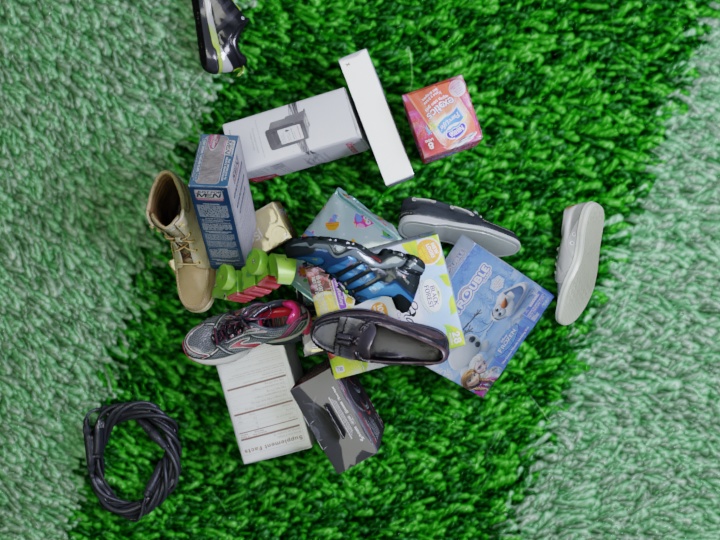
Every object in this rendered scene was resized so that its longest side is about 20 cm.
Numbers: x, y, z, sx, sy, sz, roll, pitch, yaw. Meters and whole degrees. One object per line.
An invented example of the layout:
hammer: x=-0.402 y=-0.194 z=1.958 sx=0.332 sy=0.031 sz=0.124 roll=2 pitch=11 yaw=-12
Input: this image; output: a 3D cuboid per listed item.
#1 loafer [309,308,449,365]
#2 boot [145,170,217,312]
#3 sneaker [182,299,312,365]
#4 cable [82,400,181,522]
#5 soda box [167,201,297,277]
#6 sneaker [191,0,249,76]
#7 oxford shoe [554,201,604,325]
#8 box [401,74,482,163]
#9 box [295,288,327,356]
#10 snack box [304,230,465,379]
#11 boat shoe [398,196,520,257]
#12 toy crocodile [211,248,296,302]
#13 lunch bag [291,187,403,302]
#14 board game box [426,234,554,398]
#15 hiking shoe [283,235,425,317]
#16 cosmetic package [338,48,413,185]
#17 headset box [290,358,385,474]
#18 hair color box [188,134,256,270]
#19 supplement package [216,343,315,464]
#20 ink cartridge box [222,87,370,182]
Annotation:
loafer: x=0.028 y=0.097 z=1.498 sx=0.199 sy=0.063 sz=0.072 roll=8 pitch=100 yaw=-2
boot: x=-0.269 y=-0.042 z=1.626 sx=0.072 sy=0.155 sz=0.201 roll=-1 pitch=82 yaw=11
sneaker: x=-0.176 y=0.083 z=1.619 sx=0.199 sy=0.075 sz=0.081 roll=-18 pitch=70 yaw=4
cable: x=-0.375 y=0.316 z=1.783 sx=0.162 sy=0.051 sz=0.201 roll=-7 pitch=91 yaw=0
soda box: x=-0.204 y=-0.035 z=1.731 sx=0.199 sy=0.064 sz=0.068 roll=-29 pitch=91 yaw=7
sneaker: x=-0.221 y=-0.409 z=1.716 sx=0.082 sy=0.072 sz=0.201 roll=-7 pitch=95 yaw=-19
oxford shoe: x=0.335 y=-0.013 z=1.693 sx=0.058 sy=0.075 sz=0.201 roll=19 pitch=107 yaw=42
box: x=0.122 y=-0.224 z=1.621 sx=0.095 sy=0.200 sz=0.100 roll=-19 pitch=92 yaw=4
box: x=-0.002 y=0.047 z=1.727 sx=0.199 sy=0.049 sz=0.162 roll=-8 pitch=91 yaw=5
snack box: x=0.036 y=0.048 z=1.557 sx=0.199 sy=0.068 sz=0.170 roll=-16 pitch=97 yaw=1
boat shoe: x=0.158 y=-0.073 z=1.695 sx=0.199 sy=0.076 sz=0.061 roll=14 pitch=56 yaw=-11
toy crocodile: x=-0.156 y=0.014 z=1.587 sx=0.200 sy=0.067 sz=0.062 roll=-24 pitch=62 yaw=46
lunch bag: x=0.000 y=0.000 z=1.642 sx=0.200 sy=0.122 sz=0.171 roll=38 pitch=93 yaw=9
board game box: x=0.175 y=0.075 z=1.662 sx=0.199 sy=0.043 sz=0.201 roll=30 pitch=97 yaw=-35
hiking shoe: x=-0.012 y=0.004 z=1.482 sx=0.199 sy=0.074 sz=0.087 roll=12 pitch=93 yaw=1
cosmetic package: x=0.027 y=-0.230 z=1.654 sx=0.051 sy=0.151 sz=0.201 roll=-21 pitch=93 yaw=6
headset box: x=-0.033 y=0.218 z=1.666 sx=0.075 sy=0.200 sz=0.149 roll=-30 pitch=90 yaw=6
hair color box: x=-0.201 y=-0.098 z=1.587 sx=0.060 sy=0.200 sz=0.100 roll=3 pitch=54 yaw=5
supplement package: x=-0.150 y=0.189 z=1.715 sx=0.117 sy=0.117 sz=0.201 roll=-15 pitch=93 yaw=4
ink cartridge box: x=-0.096 y=-0.207 z=1.668 sx=0.199 sy=0.145 sz=0.084 roll=-16 pitch=87 yaw=6
